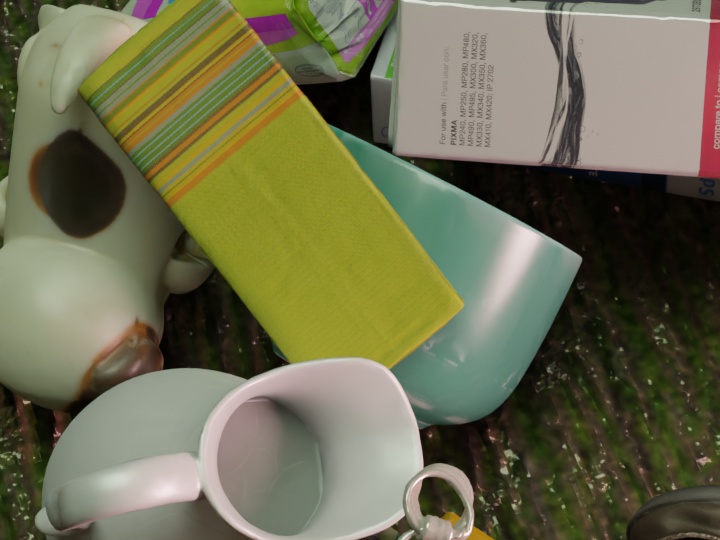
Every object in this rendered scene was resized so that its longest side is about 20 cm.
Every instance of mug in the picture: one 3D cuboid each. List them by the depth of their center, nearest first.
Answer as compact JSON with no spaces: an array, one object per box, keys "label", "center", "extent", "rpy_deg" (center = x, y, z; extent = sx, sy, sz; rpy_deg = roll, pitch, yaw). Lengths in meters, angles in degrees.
[{"label":"mug","center":[0.005,0.002,1.343],"extent":[0.184,0.152,0.115],"rpy_deg":[27,91,5]}]

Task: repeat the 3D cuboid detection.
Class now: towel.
[{"label":"towel","center":[-0.043,-0.036,1.265],"extent":[0.086,0.018,0.200],"rpy_deg":[-39,87,9]}]

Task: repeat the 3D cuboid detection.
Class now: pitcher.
[{"label":"pitcher","center":[-0.091,0.103,1.237],"extent":[0.171,0.200,0.122],"rpy_deg":[-5,80,-32]}]

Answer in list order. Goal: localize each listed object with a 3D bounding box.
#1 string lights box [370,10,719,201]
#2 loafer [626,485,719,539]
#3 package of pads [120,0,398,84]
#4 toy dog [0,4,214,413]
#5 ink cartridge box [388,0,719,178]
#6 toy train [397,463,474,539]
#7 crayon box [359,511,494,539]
[{"label":"string lights box","center":[0.114,-0.109,1.481],"extent":[0.199,0.059,0.103],"rpy_deg":[10,54,11]},{"label":"loafer","center":[0.216,0.162,1.264],"extent":[0.199,0.073,0.071],"rpy_deg":[18,56,17]},{"label":"package of pads","center":[-0.029,-0.189,1.509],"extent":[0.154,0.068,0.201],"rpy_deg":[-3,47,42]},{"label":"toy dog","center":[-0.129,-0.025,1.370],"extent":[0.139,0.194,0.201],"rpy_deg":[16,89,0]},{"label":"ink cartridge box","center":[0.121,-0.109,1.353],"extent":[0.199,0.085,0.145],"rpy_deg":[4,19,7]},{"label":"toy train","center":[0.082,0.180,1.172],"extent":[0.199,0.056,0.151],"rpy_deg":[31,59,-9]},{"label":"crayon box","center":[0.061,0.202,1.212],"extent":[0.199,0.052,0.126],"rpy_deg":[33,59,-3]}]
